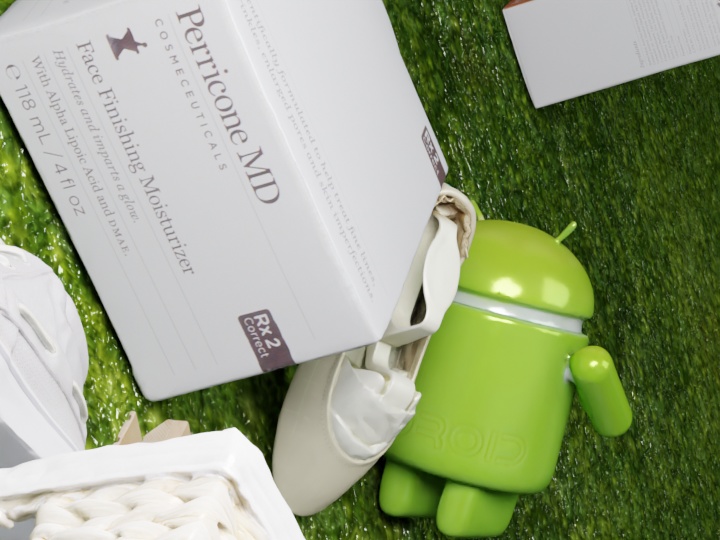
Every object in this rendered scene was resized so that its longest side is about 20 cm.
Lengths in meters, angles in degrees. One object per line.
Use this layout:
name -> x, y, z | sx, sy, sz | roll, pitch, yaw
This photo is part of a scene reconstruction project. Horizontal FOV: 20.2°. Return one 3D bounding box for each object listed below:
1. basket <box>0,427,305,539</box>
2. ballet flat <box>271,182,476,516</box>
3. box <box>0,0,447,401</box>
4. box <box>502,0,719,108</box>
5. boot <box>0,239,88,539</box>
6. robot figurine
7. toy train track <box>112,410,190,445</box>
basket -> -0.101, 0.185, 0.630 | 0.200, 0.198, 0.161 | 65, 27, -26
ballet flat -> 0.012, 0.041, 1.092 | 0.069, 0.069, 0.201 | 38, 70, -58
box -> -0.063, -0.078, 1.000 | 0.200, 0.130, 0.199 | -66, 137, -60
box -> 0.245, -0.230, 1.816 | 0.124, 0.199, 0.098 | -50, 122, -66
boot -> -0.162, 0.017, 0.780 | 0.200, 0.073, 0.096 | 66, 14, -46
robot figurine -> 0.075, 0.060, 1.231 | 0.116, 0.175, 0.201 | 12, 93, -57
toy train track -> -0.117, 0.136, 0.850 | 0.200, 0.032, 0.115 | -67, 156, -50
